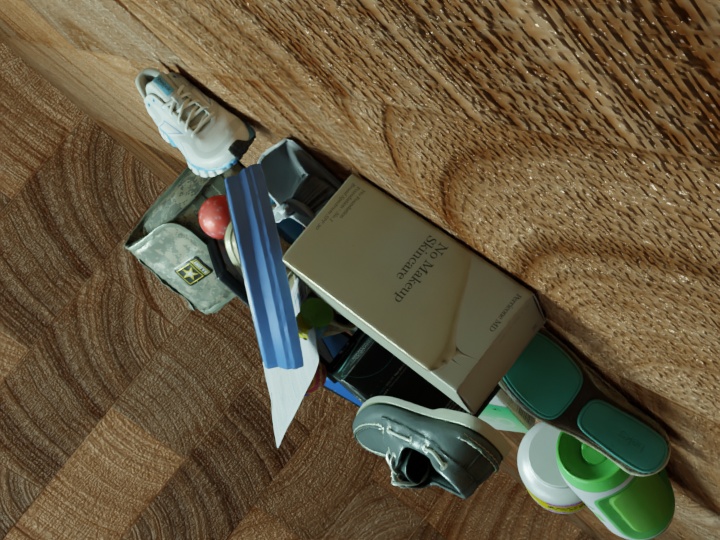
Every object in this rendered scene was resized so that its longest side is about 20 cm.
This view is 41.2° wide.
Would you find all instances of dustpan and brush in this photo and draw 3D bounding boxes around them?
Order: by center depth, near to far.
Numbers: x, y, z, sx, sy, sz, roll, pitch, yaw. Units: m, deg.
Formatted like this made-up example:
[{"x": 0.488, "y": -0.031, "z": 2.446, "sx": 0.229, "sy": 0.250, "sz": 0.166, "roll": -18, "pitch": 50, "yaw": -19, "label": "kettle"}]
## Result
[{"x": -0.064, "y": -0.070, "z": 0.997, "sx": 0.139, "sy": 0.057, "sz": 0.200, "roll": 41, "pitch": 173, "yaw": -16, "label": "dustpan and brush"}]

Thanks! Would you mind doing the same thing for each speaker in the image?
[{"x": 0.265, "y": 0.214, "z": 0.984, "sx": 0.088, "sy": 0.089, "sz": 0.200, "roll": 34, "pitch": 171, "yaw": 41, "label": "speaker"}]

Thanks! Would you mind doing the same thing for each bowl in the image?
[{"x": -0.094, "y": -0.001, "z": 0.923, "sx": 0.201, "sy": 0.039, "sz": 0.202, "roll": 168, "pitch": 90, "yaw": -83, "label": "bowl"}]

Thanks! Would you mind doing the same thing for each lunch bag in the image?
[{"x": -0.215, "y": -0.051, "z": 1.374, "sx": 0.164, "sy": 0.200, "sz": 0.117, "roll": 44, "pitch": 173, "yaw": -31, "label": "lunch bag"}]

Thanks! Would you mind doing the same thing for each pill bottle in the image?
[{"x": 0.249, "y": 0.242, "z": 1.187, "sx": 0.104, "sy": 0.104, "sz": 0.200, "roll": 37, "pitch": 173, "yaw": 22, "label": "pill bottle"}]

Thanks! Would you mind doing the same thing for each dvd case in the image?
[{"x": -0.107, "y": 0.048, "z": 1.178, "sx": 0.200, "sy": 0.018, "sz": 0.143, "roll": 45, "pitch": -178, "yaw": -21, "label": "dvd case"}]

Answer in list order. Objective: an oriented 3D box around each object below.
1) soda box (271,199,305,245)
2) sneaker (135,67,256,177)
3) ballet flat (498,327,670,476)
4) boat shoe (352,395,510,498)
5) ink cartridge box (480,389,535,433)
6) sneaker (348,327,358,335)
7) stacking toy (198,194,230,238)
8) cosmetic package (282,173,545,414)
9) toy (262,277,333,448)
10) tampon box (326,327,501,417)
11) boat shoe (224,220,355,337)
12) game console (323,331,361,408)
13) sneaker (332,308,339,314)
[{"x": -0.058, "y": -0.020, "z": 1.201, "sx": 0.068, "sy": 0.064, "sz": 0.200, "roll": -19, "pitch": 128, "yaw": 42, "label": "soda box"}, {"x": -0.186, "y": -0.165, "z": 1.013, "sx": 0.200, "sy": 0.075, "sz": 0.087, "roll": 32, "pitch": 165, "yaw": 46, "label": "sneaker"}, {"x": 0.184, "y": 0.112, "z": 0.846, "sx": 0.200, "sy": 0.068, "sz": 0.062, "roll": 40, "pitch": -177, "yaw": -5, "label": "ballet flat"}, {"x": 0.045, "y": 0.157, "z": 0.837, "sx": 0.073, "sy": 0.062, "sz": 0.200, "roll": 46, "pitch": 154, "yaw": -22, "label": "boat shoe"}, {"x": 0.116, "y": 0.158, "z": 1.281, "sx": 0.199, "sy": 0.050, "sz": 0.161, "roll": -1, "pitch": 150, "yaw": 34, "label": "ink cartridge box"}, {"x": -0.015, "y": 0.058, "z": 1.440, "sx": 0.087, "sy": 0.076, "sz": 0.200, "roll": 3, "pitch": 152, "yaw": 15, "label": "sneaker"}, {"x": -0.144, "y": -0.057, "z": 1.251, "sx": 0.085, "sy": 0.086, "sz": 0.200, "roll": 36, "pitch": -173, "yaw": 27, "label": "stacking toy"}, {"x": 0.043, "y": 0.017, "z": 0.807, "sx": 0.200, "sy": 0.104, "sz": 0.073, "roll": 35, "pitch": 172, "yaw": 29, "label": "cosmetic package"}, {"x": -0.063, "y": 0.100, "z": 1.059, "sx": 0.200, "sy": 0.047, "sz": 0.116, "roll": 112, "pitch": 152, "yaw": -51, "label": "toy"}, {"x": 0.063, "y": 0.093, "z": 1.010, "sx": 0.126, "sy": 0.150, "sz": 0.200, "roll": 40, "pitch": 174, "yaw": -4, "label": "tampon box"}, {"x": -0.077, "y": 0.006, "z": 1.121, "sx": 0.065, "sy": 0.072, "sz": 0.200, "roll": -8, "pitch": 134, "yaw": 42, "label": "boat shoe"}, {"x": 0.017, "y": 0.141, "z": 1.421, "sx": 0.170, "sy": 0.119, "sz": 0.200, "roll": -3, "pitch": 152, "yaw": 42, "label": "game console"}, {"x": 0.000, "y": 0.000, "z": 1.094, "sx": 0.081, "sy": 0.083, "sz": 0.200, "roll": 59, "pitch": -173, "yaw": -6, "label": "sneaker"}]
